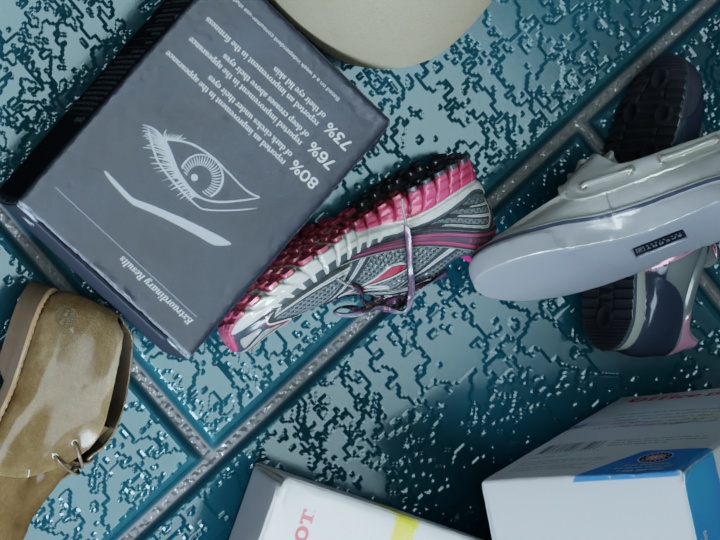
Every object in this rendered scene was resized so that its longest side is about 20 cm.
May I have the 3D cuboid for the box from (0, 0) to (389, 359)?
[{"bbox_3d":[-0.106,-0.069,1.622,0.148,0.104,0.200,44,82,-14],"label":"box"}]

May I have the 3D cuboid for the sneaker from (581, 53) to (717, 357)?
[{"bbox_3d":[0.205,-0.041,1.741,0.082,0.070,0.201,11,93,-34],"label":"sneaker"}]

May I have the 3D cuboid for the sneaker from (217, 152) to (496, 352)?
[{"bbox_3d":[0.000,0.000,1.670,0.199,0.081,0.075,-29,104,-13],"label":"sneaker"}]

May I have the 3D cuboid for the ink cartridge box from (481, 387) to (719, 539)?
[{"bbox_3d":[0.199,0.168,1.658,0.200,0.146,0.146,-24,104,-53],"label":"ink cartridge box"}]

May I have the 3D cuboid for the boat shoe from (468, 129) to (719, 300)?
[{"bbox_3d":[0.161,-0.041,1.671,0.199,0.071,0.070,-20,60,11],"label":"boat shoe"}]

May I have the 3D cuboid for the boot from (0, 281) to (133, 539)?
[{"bbox_3d":[-0.196,0.113,1.617,0.075,0.074,0.201,15,88,8],"label":"boot"}]

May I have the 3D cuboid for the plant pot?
[{"bbox_3d":[0.013,-0.206,1.621,0.199,0.201,0.135,-17,134,-14],"label":"plant pot"}]

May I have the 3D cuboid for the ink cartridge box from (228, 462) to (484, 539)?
[{"bbox_3d":[0.005,0.224,1.685,0.199,0.083,0.146,21,87,-17],"label":"ink cartridge box"}]
